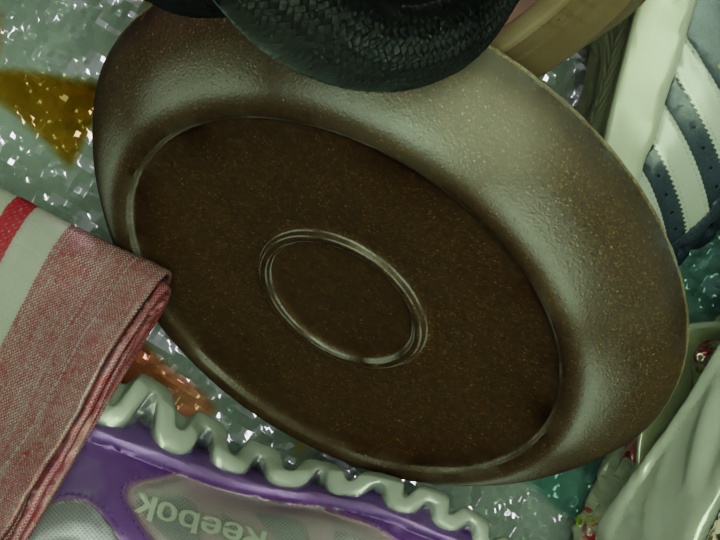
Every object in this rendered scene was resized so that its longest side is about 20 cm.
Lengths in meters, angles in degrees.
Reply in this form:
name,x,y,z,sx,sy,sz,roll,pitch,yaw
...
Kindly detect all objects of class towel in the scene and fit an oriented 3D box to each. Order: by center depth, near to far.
name,x,y,z,sx,sy,sz,roll,pitch,yaw
towel,-0.177,0.019,0.795,0.200,0.023,0.144,26,78,12

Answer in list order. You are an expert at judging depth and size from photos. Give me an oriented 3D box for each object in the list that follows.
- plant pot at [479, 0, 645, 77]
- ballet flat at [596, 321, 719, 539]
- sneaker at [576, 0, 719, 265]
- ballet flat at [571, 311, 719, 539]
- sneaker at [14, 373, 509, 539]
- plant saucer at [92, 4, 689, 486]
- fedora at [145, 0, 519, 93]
name,x,y,z,sx,sy,sz,roll,pitch,yaw
plant pot,0.047,-0.138,0.793,0.093,0.201,0.201,18,93,-47
ballet flat,0.132,0.014,0.801,0.069,0.069,0.200,30,83,-7
sneaker,0.107,-0.031,0.839,0.084,0.075,0.200,17,96,-13
ballet flat,0.142,0.039,0.846,0.076,0.064,0.200,36,91,-28
sneaker,-0.037,0.101,0.817,0.200,0.081,0.089,21,58,-3
plant saucer,0.000,0.000,0.777,0.200,0.200,0.032,38,54,-7
fedora,-0.032,-0.139,0.675,0.091,0.200,0.201,-12,97,38
